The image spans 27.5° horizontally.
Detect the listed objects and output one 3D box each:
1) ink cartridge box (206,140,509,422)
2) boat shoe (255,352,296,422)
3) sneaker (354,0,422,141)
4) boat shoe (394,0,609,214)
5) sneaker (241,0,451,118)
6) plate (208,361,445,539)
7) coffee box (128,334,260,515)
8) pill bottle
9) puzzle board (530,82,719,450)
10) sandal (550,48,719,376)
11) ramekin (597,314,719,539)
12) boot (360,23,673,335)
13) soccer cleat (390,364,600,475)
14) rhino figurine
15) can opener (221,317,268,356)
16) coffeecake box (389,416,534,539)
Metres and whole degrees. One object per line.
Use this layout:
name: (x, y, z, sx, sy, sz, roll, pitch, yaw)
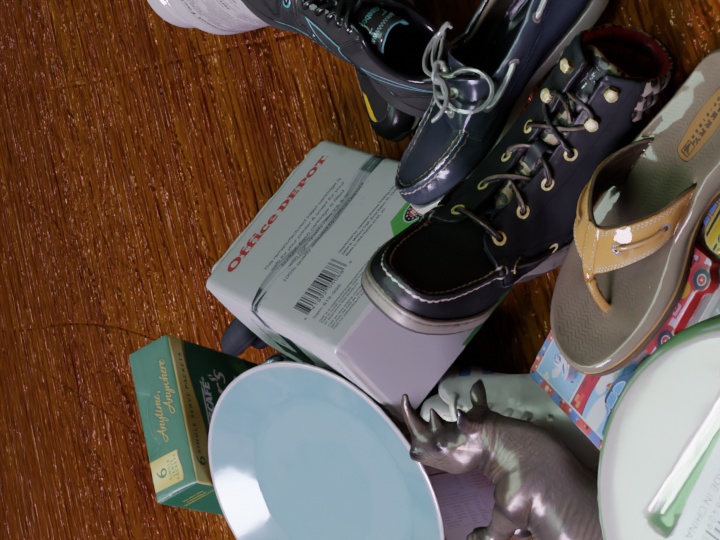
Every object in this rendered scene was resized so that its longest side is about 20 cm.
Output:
ink cartridge box: (0.000, 0.000, 1.024, 0.147, 0.083, 0.199, -50, 32, -10)
boat shoe: (-0.052, 0.091, 1.126, 0.200, 0.067, 0.073, -78, 7, -82)
sneaker: (-0.006, -0.193, 1.068, 0.070, 0.089, 0.203, -9, 86, 59)
boat shoe: (0.076, -0.123, 0.907, 0.200, 0.061, 0.075, -50, 39, 24)
sneaker: (-0.007, -0.180, 0.993, 0.076, 0.199, 0.079, -58, 5, -4)
plate: (-0.022, 0.151, 1.005, 0.198, 0.025, 0.203, 16, 120, 30)
coffee box: (-0.093, 0.131, 1.154, 0.044, 0.199, 0.124, -27, 61, 25)
pill bottle: (-0.102, -0.253, 1.199, 0.199, 0.113, 0.116, 3, 97, 59)
puzzle board: (0.177, 0.018, 0.817, 0.151, 0.017, 0.202, 48, 121, 46)
sandal: (0.153, -0.035, 0.801, 0.081, 0.053, 0.201, 53, 124, 43)
ramekin: (0.208, 0.107, 0.692, 0.198, 0.097, 0.203, 5, 97, 43)
boot: (0.090, -0.056, 0.832, 0.073, 0.203, 0.155, 41, 127, 20)
soccer cleat: (0.092, 0.100, 0.945, 0.199, 0.085, 0.071, 0, 94, 59)
rhino figurine: (0.104, 0.136, 0.882, 0.199, 0.060, 0.088, 38, 128, 7)
can opener: (-0.072, 0.038, 1.237, 0.199, 0.063, 0.080, -29, 69, 56)
coffeecake box: (0.041, 0.192, 1.056, 0.201, 0.072, 0.155, 60, 142, 37)
